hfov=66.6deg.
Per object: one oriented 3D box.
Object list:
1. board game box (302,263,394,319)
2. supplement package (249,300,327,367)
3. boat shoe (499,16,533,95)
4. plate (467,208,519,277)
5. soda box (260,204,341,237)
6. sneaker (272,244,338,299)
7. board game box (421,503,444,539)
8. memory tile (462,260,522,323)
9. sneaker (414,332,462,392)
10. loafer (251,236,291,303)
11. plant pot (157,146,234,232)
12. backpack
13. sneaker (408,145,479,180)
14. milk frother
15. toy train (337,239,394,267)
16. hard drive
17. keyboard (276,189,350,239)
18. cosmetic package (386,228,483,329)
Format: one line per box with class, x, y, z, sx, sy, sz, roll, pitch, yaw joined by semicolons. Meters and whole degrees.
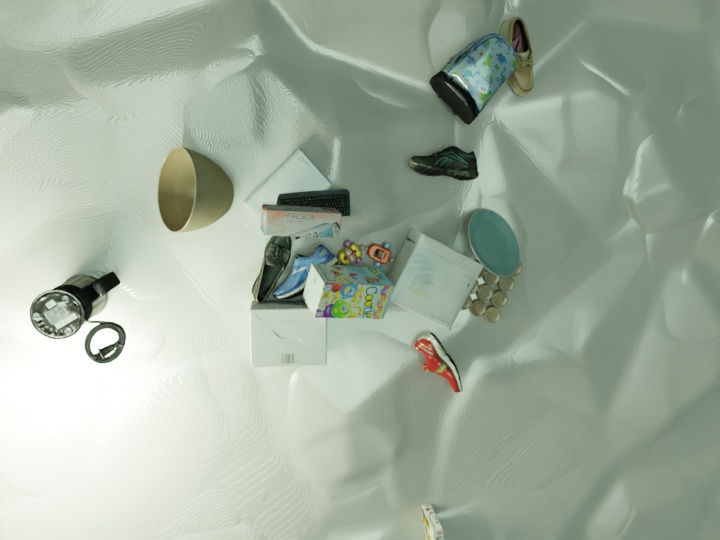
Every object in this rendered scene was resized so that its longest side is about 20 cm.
board game box;-0.032;0.055;1.414;0.199;0.105;0.104;4;117;-27
supplement package;-0.192;0.166;1.462;0.198;0.111;0.157;0;100;-9
boat shoe;0.421;-0.568;1.455;0.074;0.066;0.201;-21;103;-5
plate;0.363;-0.074;1.511;0.199;0.026;0.202;15;62;-30
soda box;-0.152;-0.126;1.397;0.199;0.064;0.069;1;109;-20
sneaker;-0.157;0.005;1.467;0.200;0.079;0.089;-37;81;5
board game box;0.222;0.827;1.643;0.034;0.126;0.202;-8;101;-8
memory tile;0.369;0.040;1.583;0.152;0.017;0.201;22;96;-12
sneaker;0.224;0.272;1.580;0.085;0.077;0.201;-32;97;9
loafer;-0.230;-0.004;1.440;0.071;0.063;0.201;19;104;-16
plant pot;-0.391;-0.192;1.343;0.134;0.200;0.202;-1;103;-45
backpack;0.308;-0.513;1.421;0.200;0.154;0.163;-45;97;-13
sneaker;0.225;-0.294;1.480;0.199;0.075;0.080;5;86;-17
milk frother;-0.661;0.116;1.336;0.179;0.188;0.201;-14;102;-6
toy train;0.000;0.000;1.493;0.150;0.056;0.201;28;94;-13
hard drive;-0.190;-0.202;1.440;0.200;0.027;0.132;-43;104;0
keyboard;-0.122;-0.146;1.447;0.199;0.021;0.128;-7;113;-17
cosmetic package;0.190;0.023;1.496;0.198;0.123;0.201;26;97;-13
